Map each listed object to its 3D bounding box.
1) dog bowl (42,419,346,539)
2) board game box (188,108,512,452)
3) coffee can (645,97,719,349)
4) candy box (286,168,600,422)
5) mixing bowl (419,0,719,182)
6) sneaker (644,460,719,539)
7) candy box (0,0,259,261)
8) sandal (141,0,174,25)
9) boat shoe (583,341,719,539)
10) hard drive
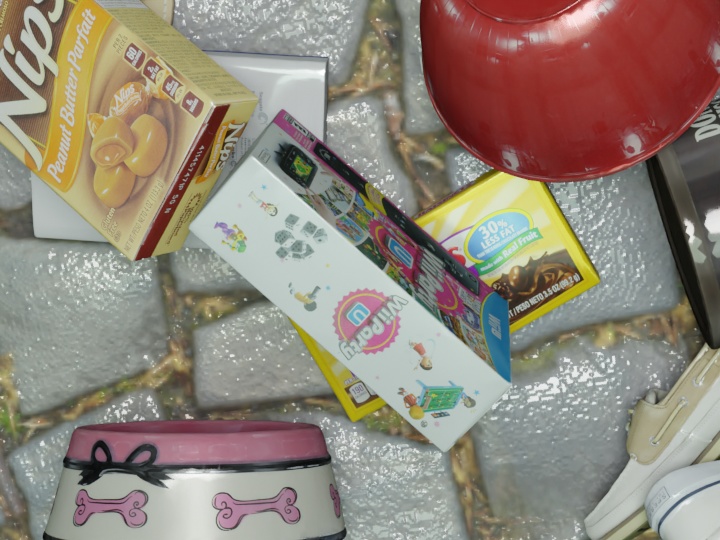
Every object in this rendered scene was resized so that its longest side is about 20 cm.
[{"bbox_3d":[-0.107,0.138,0.895,0.197,0.200,0.075,0,87,5],"label":"dog bowl"},{"bbox_3d":[0.000,0.000,0.837,0.200,0.148,0.064,41,106,-8],"label":"board game box"},{"bbox_3d":[0.287,-0.052,0.829,0.198,0.146,0.148,-18,102,9],"label":"coffee can"},{"bbox_3d":[0.053,0.013,0.928,0.199,0.026,0.103,-31,97,11],"label":"candy box"},{"bbox_3d":[0.113,-0.163,0.787,0.198,0.108,0.203,-6,72,21],"label":"mixing bowl"},{"bbox_3d":[0.280,0.158,0.887,0.198,0.071,0.074,-10,139,-21],"label":"sneaker"},{"bbox_3d":[-0.169,-0.114,0.834,0.199,0.055,0.116,40,114,16],"label":"candy box"},{"bbox_3d":[-0.167,-0.235,0.861,0.076,0.070,0.215,-2,104,5],"label":"sandal"},{"bbox_3d":[0.216,0.110,0.921,0.200,0.074,0.069,-49,68,21],"label":"boat shoe"},{"bbox_3d":[-0.122,-0.081,0.914,0.197,0.025,0.134,4,111,4],"label":"hard drive"}]
